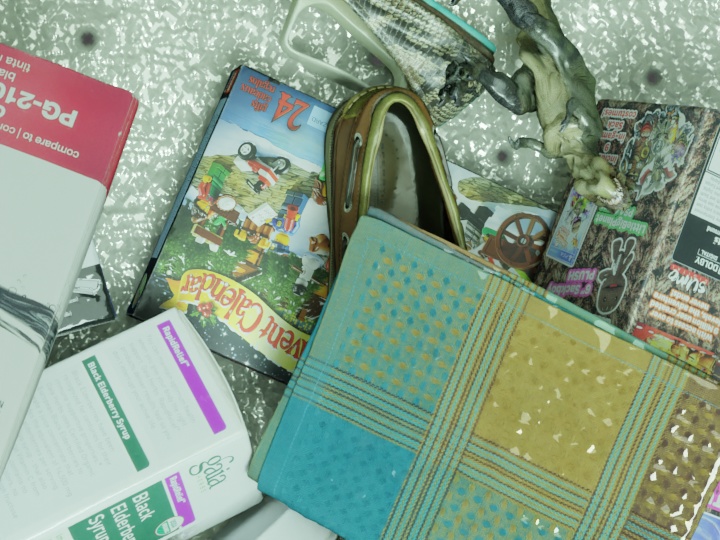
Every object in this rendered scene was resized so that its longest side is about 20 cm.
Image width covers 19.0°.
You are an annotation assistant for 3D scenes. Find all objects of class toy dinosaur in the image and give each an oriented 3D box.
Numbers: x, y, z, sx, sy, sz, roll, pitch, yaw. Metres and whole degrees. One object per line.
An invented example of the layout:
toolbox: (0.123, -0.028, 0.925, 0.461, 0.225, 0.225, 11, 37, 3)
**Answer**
toy dinosaur: (0.083, -0.106, 1.059, 0.088, 0.047, 0.200, 18, 47, -29)

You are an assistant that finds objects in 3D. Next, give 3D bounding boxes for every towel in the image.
towel: (0.062, 0.078, 0.990, 0.200, 0.022, 0.147, 26, 97, 9)

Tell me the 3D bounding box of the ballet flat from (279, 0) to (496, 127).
ballet flat: (-0.020, -0.144, 1.075, 0.200, 0.068, 0.075, 43, 90, -13)

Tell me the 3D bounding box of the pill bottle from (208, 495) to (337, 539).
pill bottle: (0.000, 0.206, 1.052, 0.111, 0.111, 0.200, -38, 97, -10)

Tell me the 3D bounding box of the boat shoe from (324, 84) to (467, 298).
boat shoe: (0.018, 0.011, 1.039, 0.072, 0.068, 0.200, -12, 93, -12)

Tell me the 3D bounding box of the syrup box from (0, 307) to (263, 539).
syrup box: (-0.152, 0.106, 1.021, 0.200, 0.079, 0.082, -25, 62, -10)

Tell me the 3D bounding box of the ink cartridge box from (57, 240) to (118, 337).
ink cartridge box: (-0.227, 0.008, 1.037, 0.200, 0.044, 0.094, -17, 92, -12)

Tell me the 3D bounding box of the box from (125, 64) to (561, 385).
box: (0.000, 0.000, 1.090, 0.200, 0.038, 0.137, 24, 85, -11)

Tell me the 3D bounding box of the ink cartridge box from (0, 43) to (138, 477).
ink cartridge box: (-0.174, 0.023, 0.926, 0.084, 0.145, 0.200, 21, 67, -7)

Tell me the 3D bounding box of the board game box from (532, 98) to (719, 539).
board game box: (0.171, 0.036, 1.076, 0.159, 0.097, 0.200, 23, 86, -27)
